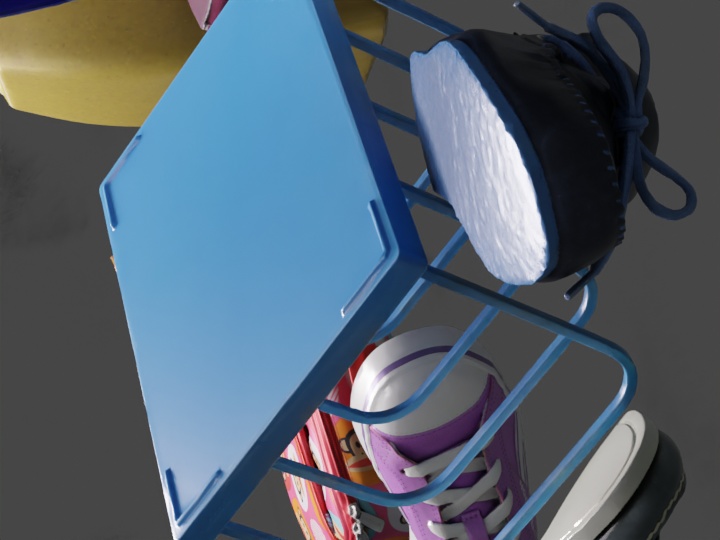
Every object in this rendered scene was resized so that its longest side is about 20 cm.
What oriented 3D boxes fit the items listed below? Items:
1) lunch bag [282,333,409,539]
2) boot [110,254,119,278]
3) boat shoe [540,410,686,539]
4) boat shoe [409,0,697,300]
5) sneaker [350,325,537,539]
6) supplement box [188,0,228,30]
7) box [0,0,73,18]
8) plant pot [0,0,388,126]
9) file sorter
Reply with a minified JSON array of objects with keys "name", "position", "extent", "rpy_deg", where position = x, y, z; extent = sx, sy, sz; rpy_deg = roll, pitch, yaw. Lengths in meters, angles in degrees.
[{"name":"lunch bag","position":[-0.010,0.081,1.547],"extent":[0.176,0.081,0.201],"rpy_deg":[109,145,-71]},{"name":"boot","position":[-0.096,-0.032,1.693],"extent":[0.077,0.154,0.201],"rpy_deg":[-113,12,-57]},{"name":"boat shoe","position":[0.092,0.109,0.891],"extent":[0.062,0.073,0.200],"rpy_deg":[32,155,7]},{"name":"boat shoe","position":[0.058,-0.050,0.760],"extent":[0.200,0.068,0.085],"rpy_deg":[-112,12,-72]},{"name":"sneaker","position":[0.057,0.120,1.111],"extent":[0.115,0.072,0.201],"rpy_deg":[-116,4,-47]},{"name":"supplement box","position":[-0.066,-0.229,1.153],"extent":[0.131,0.103,0.201],"rpy_deg":[143,104,-82]},{"name":"box","position":[-0.061,-0.187,0.910],"extent":[0.184,0.198,0.106],"rpy_deg":[-116,13,-62]},{"name":"plant pot","position":[-0.113,-0.175,1.318],"extent":[0.196,0.198,0.196],"rpy_deg":[127,125,-82]},{"name":"file sorter","position":[0.000,0.000,0.925],"extent":[0.139,0.122,0.201],"rpy_deg":[-51,34,26]}]
